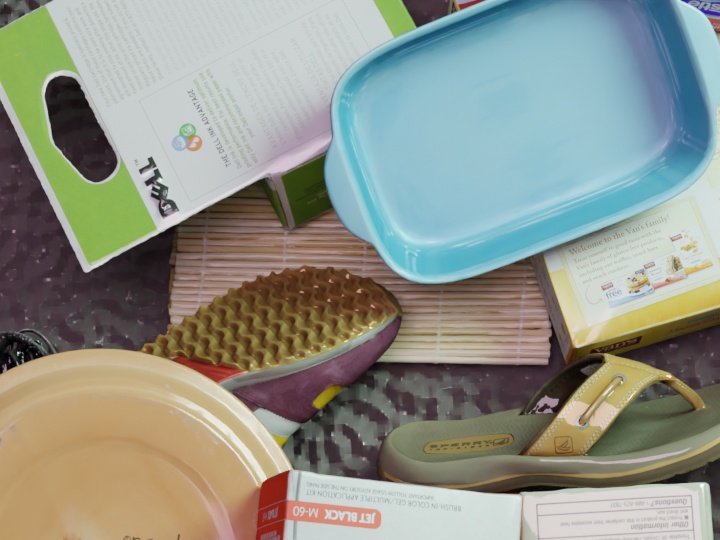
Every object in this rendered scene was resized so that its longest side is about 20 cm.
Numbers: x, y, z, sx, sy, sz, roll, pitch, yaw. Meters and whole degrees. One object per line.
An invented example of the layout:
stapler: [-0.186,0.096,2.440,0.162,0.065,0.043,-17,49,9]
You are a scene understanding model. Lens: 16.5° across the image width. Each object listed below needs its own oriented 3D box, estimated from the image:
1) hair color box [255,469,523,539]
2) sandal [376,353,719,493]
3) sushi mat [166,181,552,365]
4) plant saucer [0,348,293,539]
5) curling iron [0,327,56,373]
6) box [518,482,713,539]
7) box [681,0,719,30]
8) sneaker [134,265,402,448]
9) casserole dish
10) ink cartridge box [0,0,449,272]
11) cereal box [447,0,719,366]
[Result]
hair color box: [0.006,0.195,1.094,0.110,0.064,0.202,7,79,-13]
sandal: [0.103,0.069,1.194,0.198,0.080,0.054,-7,106,8]
sushi mat: [0.000,0.000,1.261,0.198,0.012,0.097,1,76,6]
plant saucer: [-0.115,0.135,1.122,0.199,0.032,0.202,3,80,-14]
curling iron: [-0.205,0.119,1.240,0.049,0.026,0.201,25,79,15]
box: [0.123,0.206,1.158,0.094,0.078,0.202,-2,75,4]
box: [0.197,-0.178,1.214,0.198,0.103,0.095,7,68,-7]
sneaker: [-0.066,0.073,1.219,0.199,0.091,0.075,-26,41,-16]
casserole dish: [0.076,-0.072,1.187,0.199,0.039,0.122,-21,102,-2]
ink cartridge box: [-0.072,-0.092,1.253,0.199,0.076,0.148,-27,69,-3]
cereal box: [0.140,-0.067,1.246,0.143,0.040,0.201,-15,73,-6]
